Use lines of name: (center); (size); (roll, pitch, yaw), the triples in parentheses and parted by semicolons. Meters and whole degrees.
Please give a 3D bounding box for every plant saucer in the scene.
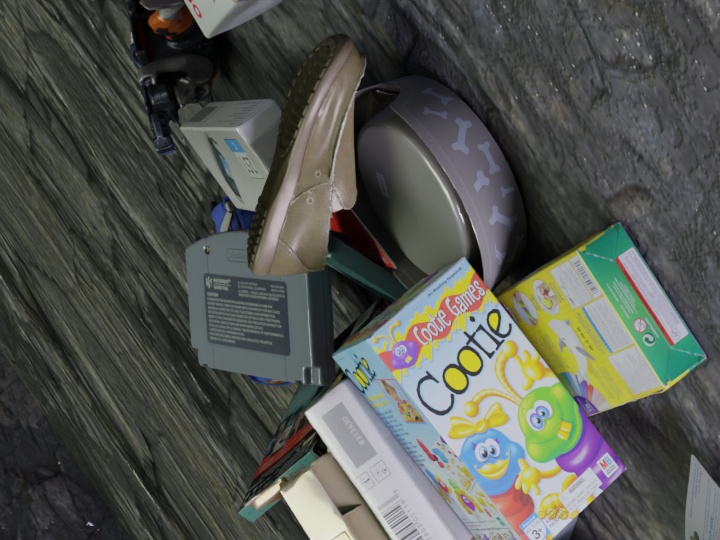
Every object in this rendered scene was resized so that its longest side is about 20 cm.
plant saucer: (0.000, 0.000, 1.398); (0.070, 0.019, 0.200); (24, 175, 32)

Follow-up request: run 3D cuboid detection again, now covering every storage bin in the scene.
storage bin: (0.026, 0.239, 1.362); (0.094, 0.198, 0.201); (-38, 79, 24)

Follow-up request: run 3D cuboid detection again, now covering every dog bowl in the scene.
dog bowl: (0.055, -0.064, 1.300); (0.200, 0.058, 0.201); (47, 155, 30)

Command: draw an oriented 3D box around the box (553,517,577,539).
box: (0.118, 0.154, 1.469); (0.200, 0.041, 0.156); (48, 157, 25)

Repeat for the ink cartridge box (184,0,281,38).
ink cartridge box: (-0.105, -0.291, 1.322); (0.145, 0.084, 0.200); (60, 160, -1)

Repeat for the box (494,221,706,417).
box: (0.165, 0.046, 1.218); (0.118, 0.048, 0.200); (58, 157, 2)

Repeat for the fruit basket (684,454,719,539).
fruit basket: (0.295, 0.253, 1.177); (0.186, 0.093, 0.201); (82, 165, -44)

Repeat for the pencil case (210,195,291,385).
pencil case: (-0.093, 0.010, 1.603); (0.087, 0.078, 0.201); (24, -134, -53)

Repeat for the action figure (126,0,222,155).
action figure: (-0.165, -0.211, 1.544); (0.194, 0.104, 0.201); (88, 170, -60)

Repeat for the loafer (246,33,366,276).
loafer: (-0.032, -0.085, 1.266); (0.076, 0.067, 0.201); (-110, 38, -61)

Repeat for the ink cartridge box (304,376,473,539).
ink cartridge box: (0.042, 0.153, 1.354); (0.161, 0.050, 0.200); (54, -166, 5)

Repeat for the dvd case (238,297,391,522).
dvd case: (-0.040, 0.129, 1.538); (0.022, 0.201, 0.146); (34, 137, -11)

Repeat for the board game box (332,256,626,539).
board game box: (0.088, 0.106, 1.248); (0.200, 0.103, 0.105); (52, 162, -2)

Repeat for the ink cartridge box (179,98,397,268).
ink cartridge box: (-0.066, -0.065, 1.406); (0.177, 0.045, 0.200); (54, 168, -15)

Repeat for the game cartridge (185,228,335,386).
game cartridge: (-0.092, 0.029, 1.492); (0.199, 0.041, 0.134); (6, 97, 52)
